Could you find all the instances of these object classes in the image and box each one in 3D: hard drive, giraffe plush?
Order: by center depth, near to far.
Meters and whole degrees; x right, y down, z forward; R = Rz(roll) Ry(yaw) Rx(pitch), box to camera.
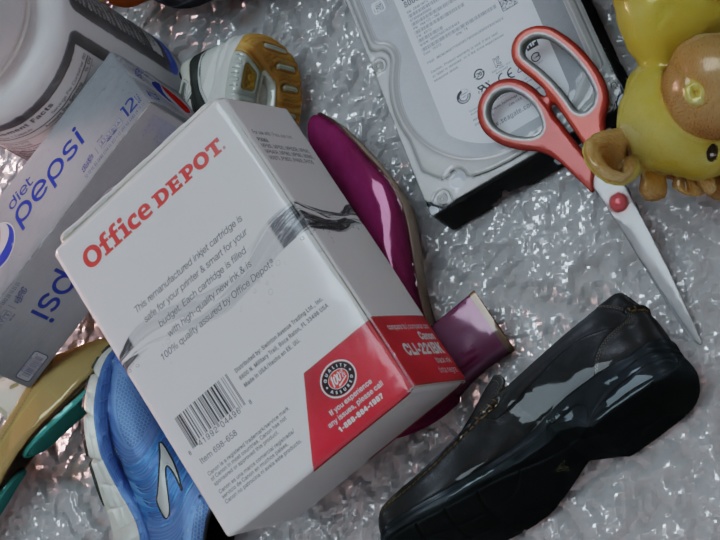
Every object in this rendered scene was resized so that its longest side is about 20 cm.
[{"bbox_3d":[0.174,-0.125,1.071,0.170,0.200,0.164,-5,76,2],"label":"giraffe plush"},{"bbox_3d":[0.072,-0.144,1.208,0.139,0.038,0.202,-29,62,18],"label":"hard drive"}]

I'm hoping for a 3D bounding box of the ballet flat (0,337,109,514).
[{"bbox_3d":[-0.229,0.107,1.273,0.063,0.069,0.200,40,96,5],"label":"ballet flat"}]

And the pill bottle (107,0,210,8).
[{"bbox_3d":[-0.090,-0.234,1.276,0.199,0.106,0.107,-18,67,34],"label":"pill bottle"}]

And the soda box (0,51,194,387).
[{"bbox_3d":[-0.179,-0.030,1.226,0.201,0.063,0.068,-51,44,10],"label":"soda box"}]

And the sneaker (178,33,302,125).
[{"bbox_3d":[-0.092,-0.047,1.259,0.087,0.075,0.202,-3,70,45],"label":"sneaker"}]

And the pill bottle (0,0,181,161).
[{"bbox_3d":[-0.207,-0.131,1.261,0.113,0.200,0.115,-9,70,26],"label":"pill bottle"}]

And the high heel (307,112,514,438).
[{"bbox_3d":[0.000,0.000,1.182,0.096,0.067,0.201,-36,64,2],"label":"high heel"}]

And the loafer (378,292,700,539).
[{"bbox_3d":[0.091,0.091,1.112,0.199,0.073,0.073,-32,53,6],"label":"loafer"}]

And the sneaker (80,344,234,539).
[{"bbox_3d":[-0.110,0.131,1.211,0.088,0.079,0.202,-19,73,11],"label":"sneaker"}]

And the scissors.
[{"bbox_3d":[0.144,-0.053,1.124,0.073,0.014,0.200,-46,73,11],"label":"scissors"}]

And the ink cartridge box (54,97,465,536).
[{"bbox_3d":[-0.059,0.024,1.130,0.144,0.084,0.201,-39,75,20],"label":"ink cartridge box"}]
